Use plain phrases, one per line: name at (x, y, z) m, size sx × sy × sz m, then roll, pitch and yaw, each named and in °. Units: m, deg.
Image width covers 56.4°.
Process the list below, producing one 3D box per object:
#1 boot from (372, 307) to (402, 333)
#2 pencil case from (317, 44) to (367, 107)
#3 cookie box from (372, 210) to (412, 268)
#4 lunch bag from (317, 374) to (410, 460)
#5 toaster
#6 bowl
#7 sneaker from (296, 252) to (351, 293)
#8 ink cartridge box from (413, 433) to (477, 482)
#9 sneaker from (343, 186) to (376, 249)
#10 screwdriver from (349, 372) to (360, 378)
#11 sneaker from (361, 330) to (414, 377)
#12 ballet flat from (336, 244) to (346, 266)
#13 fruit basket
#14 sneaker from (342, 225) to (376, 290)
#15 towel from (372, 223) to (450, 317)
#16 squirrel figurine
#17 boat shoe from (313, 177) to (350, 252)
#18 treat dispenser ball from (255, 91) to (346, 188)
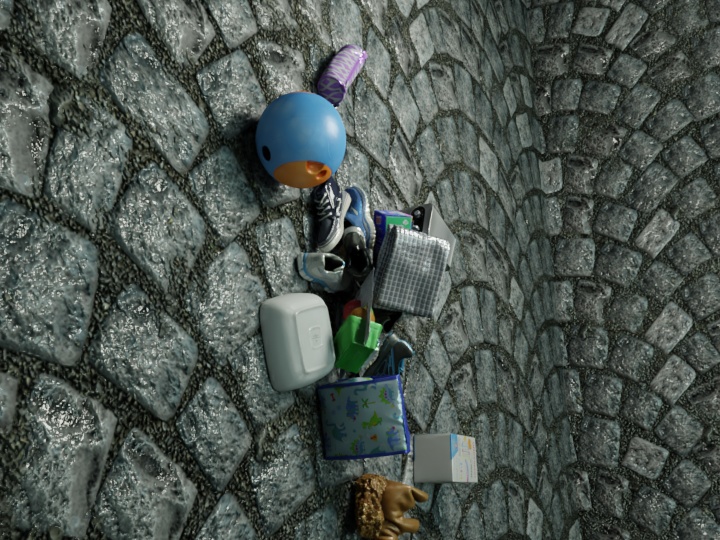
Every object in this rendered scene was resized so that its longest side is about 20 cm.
boot at (0.056, 0.108, 1.718) m, size 0.069 × 0.128 × 0.201 m, roll 65°, pitch 33°, yaw -22°
pencil case at (-0.049, -0.521, 1.774) m, size 0.085 × 0.084 × 0.203 m, roll 58°, pitch 36°, yaw -34°
cookie box at (0.078, -0.047, 1.731) m, size 0.171 × 0.073 × 0.206 m, roll -132°, pitch -137°, yaw -78°
lunch bag at (0.016, 0.328, 1.516) m, size 0.126 × 0.196 × 0.175 m, roll -3°, pitch 82°, yaw -58°
toaster at (0.164, -0.079, 1.916) m, size 0.200 × 0.177 × 0.121 m, roll 48°, pitch 46°, yaw -40°
bowl at (-0.123, 0.149, 1.458) m, size 0.199 × 0.073 × 0.206 m, roll -8°, pitch 89°, yaw -61°
sneaker at (-0.064, 0.002, 1.590) m, size 0.199 × 0.085 × 0.077 m, roll 21°, pitch 60°, yaw -58°
ink cartridge box at (0.249, 0.540, 1.924) m, size 0.199 × 0.123 × 0.132 m, roll 25°, pitch 60°, yaw -54°
sneaker at (-0.021, -0.138, 1.696) m, size 0.080 × 0.086 × 0.203 m, roll 99°, pitch -18°, yaw -46°
screwdriver at (-0.003, 0.232, 1.689) m, size 0.028 × 0.028 × 0.202 m, roll 58°, pitch 33°, yaw -31°
sneaker at (0.057, 0.249, 1.638) m, size 0.081 × 0.203 × 0.073 m, roll 33°, pitch 23°, yaw 9°
ballet flat at (0.003, -0.077, 1.747) m, size 0.072 × 0.064 × 0.202 m, roll 61°, pitch 34°, yaw -26°
fruit basket at (-0.003, 0.124, 1.555) m, size 0.092 × 0.187 × 0.203 m, roll 22°, pitch 44°, yaw -11°
sneaker at (0.000, 0.000, 1.621) m, size 0.091 × 0.065 × 0.204 m, roll -90°, pitch 165°, yaw -57°
towel at (0.119, 0.006, 1.613) m, size 0.162 × 0.085 × 0.206 m, roll 13°, pitch 93°, yaw -23°
squirrel figurine at (0.046, 0.593, 1.587) m, size 0.198 × 0.140 × 0.191 m, roll 35°, pitch 61°, yaw -32°
boat shoe at (-0.085, -0.141, 1.623) m, size 0.093 × 0.073 × 0.203 m, roll 47°, pitch 36°, yaw -31°
treat dispenser ball at (-0.128, -0.281, 1.451) m, size 0.199 × 0.196 × 0.207 m, roll 25°, pitch 60°, yaw -54°
